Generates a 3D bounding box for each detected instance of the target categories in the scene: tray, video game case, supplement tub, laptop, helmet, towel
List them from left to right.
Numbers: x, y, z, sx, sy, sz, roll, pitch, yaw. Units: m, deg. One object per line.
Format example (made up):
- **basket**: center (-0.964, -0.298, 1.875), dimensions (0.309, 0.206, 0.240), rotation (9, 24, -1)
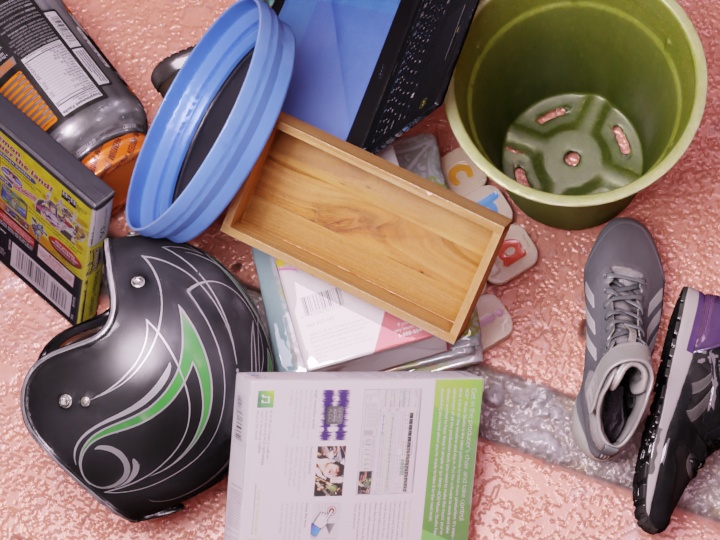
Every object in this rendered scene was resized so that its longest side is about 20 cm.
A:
- **video game case**: center (-0.283, -0.067, 1.718), dimensions (0.200, 0.181, 0.025), rotation (40, 58, 15)
- **supplement tub**: center (-0.260, -0.141, 1.765), dimensions (0.122, 0.123, 0.200), rotation (-36, 75, -6)
- **helmet**: center (-0.161, 0.077, 1.659), dimensions (0.191, 0.200, 0.200), rotation (-43, 75, 0)
- **towel**: center (0.000, 0.000, 1.728), dimensions (0.170, 0.048, 0.201), rotation (-13, 74, 0)
- **laptop**: center (0.001, -0.185, 1.645), dimensions (0.103, 0.200, 0.178), rotation (29, 62, -17)
- **tray**: center (0.004, -0.034, 1.602), dimensions (0.199, 0.037, 0.099), rotation (26, 108, 10)

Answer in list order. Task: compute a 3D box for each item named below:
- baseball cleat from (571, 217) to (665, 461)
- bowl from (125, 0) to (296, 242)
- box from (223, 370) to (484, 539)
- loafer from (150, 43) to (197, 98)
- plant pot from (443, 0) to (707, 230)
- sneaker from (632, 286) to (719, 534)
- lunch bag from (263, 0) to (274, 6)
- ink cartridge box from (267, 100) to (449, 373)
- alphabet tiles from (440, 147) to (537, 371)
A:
- **baseball cleat**: center (0.212, 0.050, 1.676), dimensions (0.069, 0.106, 0.201), rotation (7, 79, -7)
- **bowl**: center (-0.113, -0.112, 1.625), dimensions (0.039, 0.200, 0.201), rotation (28, 76, -20)
- **box**: center (-0.004, 0.150, 1.629), dimensions (0.199, 0.036, 0.145), rotation (2, 100, -24)
- **loafer**: center (-0.074, -0.173, 1.791), dimensions (0.199, 0.073, 0.072), rotation (-22, 83, 4)
- **plant pot**: center (0.167, -0.117, 1.684), dimensions (0.199, 0.190, 0.201), rotation (-1, 74, 4)
- **sneaker**: center (0.273, 0.115, 1.671), dimensions (0.087, 0.076, 0.201), rotation (15, 76, 3)
- **lunch bag**: center (-0.061, -0.338, 1.764), dimensions (0.121, 0.200, 0.171), rotation (-13, 74, 1)
- **ink cartridge box**: center (-0.011, -0.021, 1.675), dimensions (0.116, 0.068, 0.201), rotation (-15, 74, -1)
- **alphabet tiles**: center (0.037, -0.008, 1.755), dimensions (0.195, 0.015, 0.200), rotation (-31, 73, -2)
